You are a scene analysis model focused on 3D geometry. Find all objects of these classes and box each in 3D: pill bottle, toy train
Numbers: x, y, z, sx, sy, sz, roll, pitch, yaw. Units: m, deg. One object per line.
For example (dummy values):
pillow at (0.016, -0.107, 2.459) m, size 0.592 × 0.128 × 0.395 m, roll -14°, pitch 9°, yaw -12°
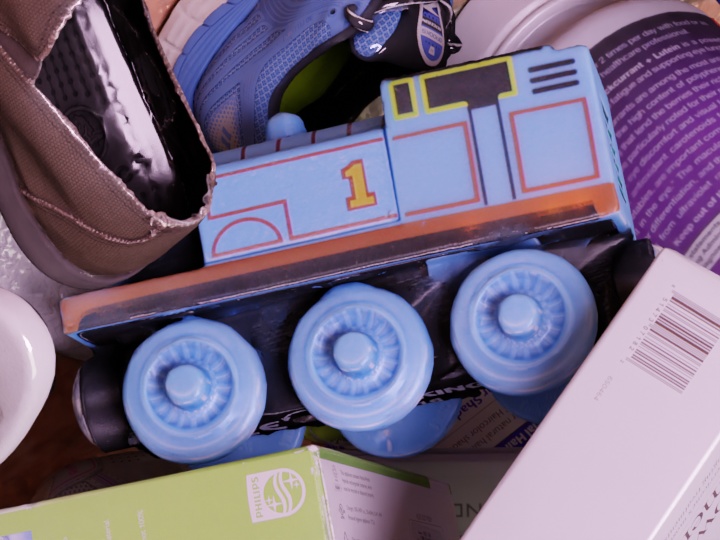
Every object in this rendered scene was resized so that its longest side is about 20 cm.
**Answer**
pill bottle at (0.117, -0.031, 0.983) m, size 0.111 × 0.200 × 0.112 m, roll -25°, pitch 141°, yaw -22°
toy train at (0.000, 0.000, 0.851) m, size 0.199 × 0.115 × 0.087 m, roll -12°, pitch 165°, yaw 9°

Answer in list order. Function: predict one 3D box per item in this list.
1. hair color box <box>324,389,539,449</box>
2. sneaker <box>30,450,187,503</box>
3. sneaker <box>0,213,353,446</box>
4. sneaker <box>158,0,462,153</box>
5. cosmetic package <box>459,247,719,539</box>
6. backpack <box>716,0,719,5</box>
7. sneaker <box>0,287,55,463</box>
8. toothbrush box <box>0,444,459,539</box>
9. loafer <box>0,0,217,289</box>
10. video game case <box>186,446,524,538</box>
hair color box at (0.062, 0.073, 1.038) m, size 0.109 × 0.200 × 0.065 m, roll -36°, pitch 145°, yaw -8°
sneaker at (-0.092, 0.156, 0.999) m, size 0.088 × 0.081 × 0.201 m, roll 2°, pitch 92°, yaw -17°
sneaker at (-0.073, -0.005, 0.950) m, size 0.200 × 0.105 × 0.076 m, roll 32°, pitch 101°, yaw -22°
sneaker at (0.012, -0.109, 0.901) m, size 0.078 × 0.089 × 0.200 m, roll 8°, pitch 121°, yaw -48°
cosmetic package at (0.065, 0.108, 0.814) m, size 0.200 × 0.052 × 0.151 m, roll -55°, pitch 161°, yaw -8°
backpack at (0.142, -0.193, 0.878) m, size 0.162 × 0.168 × 0.200 m, roll -35°, pitch 110°, yaw -10°
sneaker at (-0.130, 0.028, 0.834) m, size 0.099 × 0.071 × 0.200 m, roll -36°, pitch -176°, yaw -39°
toothbrush box at (-0.076, 0.122, 0.866) m, size 0.199 × 0.086 × 0.146 m, roll -14°, pitch 167°, yaw 17°
loafer at (-0.093, -0.090, 0.774) m, size 0.073 × 0.071 × 0.200 m, roll -42°, pitch 114°, yaw -36°
video game case at (0.032, 0.163, 0.947) m, size 0.023 × 0.181 × 0.201 m, roll -42°, pitch 130°, yaw -80°
